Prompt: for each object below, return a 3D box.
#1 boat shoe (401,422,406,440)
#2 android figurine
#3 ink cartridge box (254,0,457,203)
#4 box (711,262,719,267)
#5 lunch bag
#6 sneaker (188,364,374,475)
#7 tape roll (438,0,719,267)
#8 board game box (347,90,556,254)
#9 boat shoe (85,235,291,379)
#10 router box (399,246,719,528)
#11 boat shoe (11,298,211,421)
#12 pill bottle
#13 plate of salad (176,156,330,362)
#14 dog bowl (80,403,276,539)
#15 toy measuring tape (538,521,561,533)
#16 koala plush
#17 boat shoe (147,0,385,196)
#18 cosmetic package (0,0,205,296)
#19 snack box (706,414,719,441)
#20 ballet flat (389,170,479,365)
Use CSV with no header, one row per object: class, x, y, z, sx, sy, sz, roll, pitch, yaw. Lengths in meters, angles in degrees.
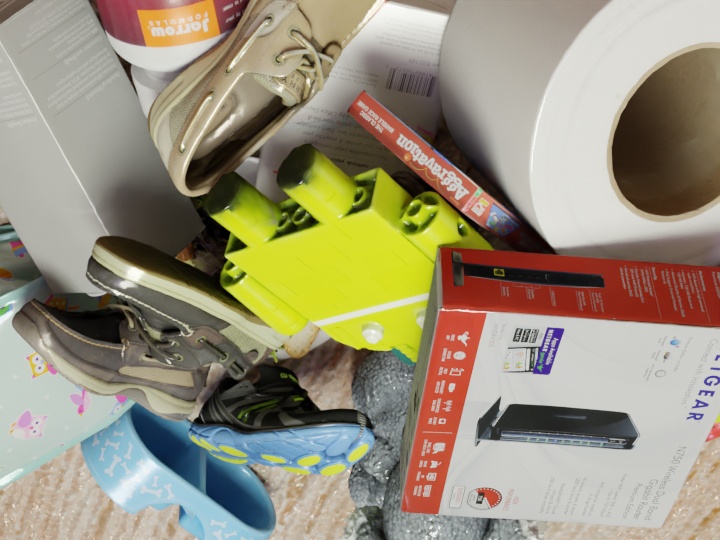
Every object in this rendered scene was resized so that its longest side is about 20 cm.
boat shoe,0.120,0.098,0.833,0.198,0.066,0.071,-23,98,-21
android figurine,0.000,0.000,0.699,0.180,0.041,0.200,-14,139,36
ink cartridge box,-0.007,-0.107,0.774,0.115,0.068,0.202,11,125,-8
box,0.170,0.026,0.760,0.198,0.137,0.038,-21,101,21
lunch bag,-0.276,0.064,0.886,0.198,0.122,0.172,-25,126,-15
sneaker,-0.066,0.115,0.897,0.071,0.084,0.198,36,156,-35
tape roll,0.163,-0.109,0.680,0.200,0.139,0.205,-9,122,-15
board game box,0.073,-0.048,0.722,0.020,0.103,0.200,-51,151,7
boat shoe,-0.115,0.035,0.746,0.066,0.071,0.200,-57,150,2
router box,0.121,0.078,0.681,0.177,0.049,0.202,4,135,-2
boat shoe,-0.179,0.052,0.839,0.074,0.074,0.200,-55,150,-2
pill bottle,-0.116,-0.195,0.692,0.108,0.110,0.202,-4,129,7
plate of salad,-0.096,0.002,0.875,0.197,0.048,0.202,2,127,3
dog bowl,-0.152,0.184,0.979,0.049,0.112,0.200,-41,114,13
toy measuring tape,0.079,0.226,1.015,0.198,0.074,0.074,-16,124,15
koala plush,0.060,0.169,0.891,0.175,0.201,0.186,-6,126,9
boat shoe,-0.044,-0.124,0.661,0.200,0.065,0.072,-41,139,15
cosmetic package,-0.203,-0.086,0.765,0.106,0.090,0.202,0,128,37
snack box,0.211,0.067,0.896,0.141,0.053,0.201,-27,118,20
ballet flat,0.049,-0.011,0.783,0.067,0.068,0.201,-33,153,-21
